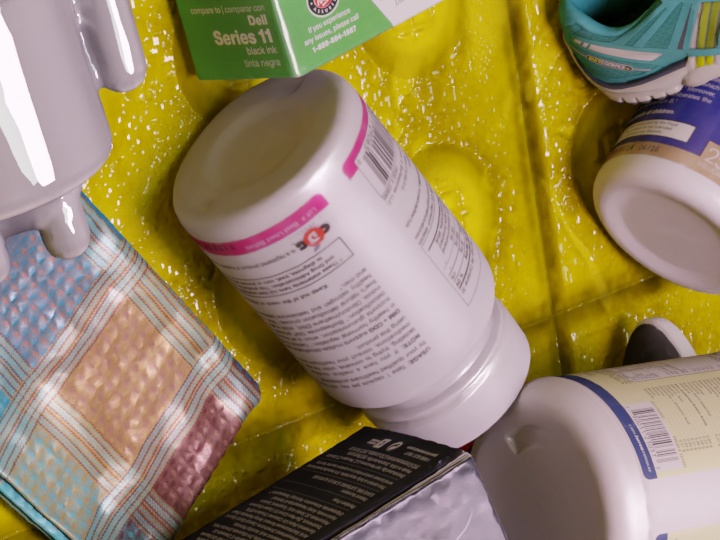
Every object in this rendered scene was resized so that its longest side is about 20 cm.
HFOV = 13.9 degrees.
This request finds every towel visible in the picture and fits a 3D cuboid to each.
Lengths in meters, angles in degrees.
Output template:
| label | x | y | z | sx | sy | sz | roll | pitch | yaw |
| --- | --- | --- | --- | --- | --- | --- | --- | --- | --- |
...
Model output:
| label | x | y | z | sx | sy | sz | roll | pitch | yaw |
| --- | --- | --- | --- | --- | --- | --- | --- | --- | --- |
| towel | -0.141 | 0.057 | 1.488 | 0.200 | 0.022 | 0.147 | 48 | 63 | -34 |

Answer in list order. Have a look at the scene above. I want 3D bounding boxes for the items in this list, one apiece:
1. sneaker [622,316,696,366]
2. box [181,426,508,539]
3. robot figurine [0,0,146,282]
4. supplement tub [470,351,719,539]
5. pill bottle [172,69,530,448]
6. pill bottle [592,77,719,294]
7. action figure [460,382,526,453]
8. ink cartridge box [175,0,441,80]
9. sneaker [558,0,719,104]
| label | x | y | z | sx | sy | sz | roll | pitch | yaw |
| --- | --- | --- | --- | --- | --- | --- | --- | --- | --- |
| sneaker | 0.153 | 0.128 | 1.731 | 0.099 | 0.071 | 0.202 | 1 | 90 | -39 |
| box | -0.011 | 0.217 | 1.498 | 0.196 | 0.124 | 0.201 | -30 | 106 | -23 |
| robot figurine | -0.186 | -0.096 | 1.372 | 0.169 | 0.113 | 0.201 | -20 | 110 | -10 |
| supplement tub | 0.174 | 0.121 | 1.623 | 0.199 | 0.145 | 0.146 | -6 | 97 | -35 |
| pill bottle | 0.000 | 0.000 | 1.551 | 0.200 | 0.113 | 0.114 | 51 | 61 | -32 |
| pill bottle | 0.231 | -0.095 | 1.757 | 0.116 | 0.115 | 0.201 | 50 | 61 | -33 |
| action figure | 0.048 | 0.137 | 1.650 | 0.200 | 0.051 | 0.066 | -53 | 130 | -30 |
| ink cartridge box | -0.038 | -0.217 | 1.520 | 0.146 | 0.083 | 0.201 | -31 | 113 | -37 |
| sneaker | 0.203 | -0.155 | 1.675 | 0.080 | 0.199 | 0.078 | 50 | 34 | -31 |
